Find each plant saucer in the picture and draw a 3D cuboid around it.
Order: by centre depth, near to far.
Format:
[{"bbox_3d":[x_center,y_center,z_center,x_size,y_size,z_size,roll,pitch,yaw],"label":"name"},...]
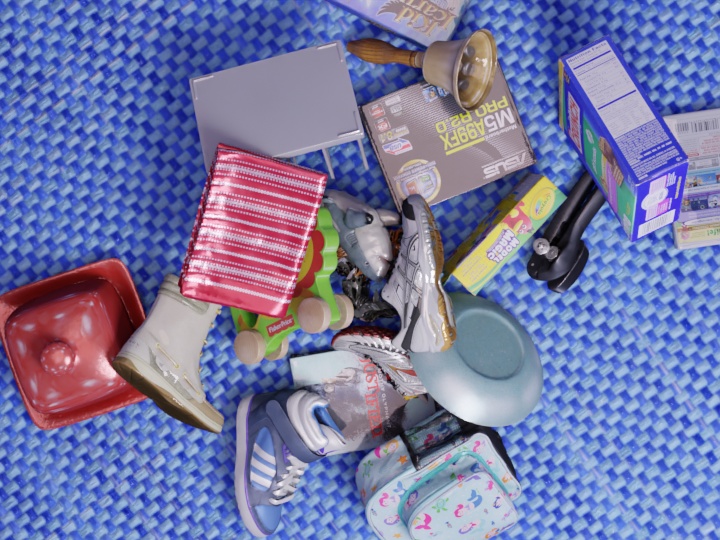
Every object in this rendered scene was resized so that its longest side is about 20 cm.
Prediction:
[{"bbox_3d":[0.160,0.105,1.470,0.200,0.039,0.202,14,52,-18],"label":"plant saucer"}]

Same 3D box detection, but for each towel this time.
[{"bbox_3d":[-0.135,-0.044,1.394,0.144,0.022,0.201,15,108,-9],"label":"towel"}]

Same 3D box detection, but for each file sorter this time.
[{"bbox_3d":[-0.100,-0.183,1.455,0.199,0.125,0.139,-14,67,1],"label":"file sorter"}]

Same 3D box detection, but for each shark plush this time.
[{"bbox_3d":[-0.041,-0.061,1.471,0.199,0.091,0.084,25,105,17],"label":"shark plush"}]

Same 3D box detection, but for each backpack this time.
[{"bbox_3d":[0.100,0.288,1.485,0.199,0.151,0.178,-27,130,9],"label":"backpack"}]

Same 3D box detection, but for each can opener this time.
[{"bbox_3d":[0.288,-0.069,1.518,0.063,0.079,0.201,26,90,34],"label":"can opener"}]

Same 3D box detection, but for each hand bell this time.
[{"bbox_3d":[0.067,-0.277,1.463,0.199,0.104,0.105,19,95,31],"label":"hand bell"}]

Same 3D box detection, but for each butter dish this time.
[{"bbox_3d":[-0.382,0.105,1.480,0.199,0.148,0.201,-18,94,2],"label":"butter dish"}]

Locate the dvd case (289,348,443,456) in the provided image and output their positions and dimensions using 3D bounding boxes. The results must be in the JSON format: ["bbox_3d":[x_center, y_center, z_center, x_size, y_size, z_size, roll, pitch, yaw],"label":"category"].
[{"bbox_3d":[0.012,0.172,1.548,0.199,0.022,0.147,-9,94,-1],"label":"dvd case"}]

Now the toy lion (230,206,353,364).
[{"bbox_3d":[-0.103,0.005,1.481,0.200,0.069,0.192,-28,77,36],"label":"toy lion"}]

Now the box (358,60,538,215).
[{"bbox_3d":[0.115,-0.180,1.509,0.199,0.044,0.161,-21,93,1],"label":"box"}]

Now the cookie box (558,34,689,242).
[{"bbox_3d":[0.325,-0.163,1.414,0.075,0.171,0.201,-25,65,0],"label":"cookie box"}]

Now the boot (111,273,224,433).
[{"bbox_3d":[-0.226,0.115,1.511,0.200,0.072,0.155,48,56,-39],"label":"boot"}]

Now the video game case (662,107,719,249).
[{"bbox_3d":[0.514,-0.132,1.525,0.199,0.022,0.183,-8,94,0],"label":"video game case"}]

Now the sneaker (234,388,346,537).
[{"bbox_3d":[-0.088,0.258,1.504,0.146,0.081,0.201,-4,89,27],"label":"sneaker"}]

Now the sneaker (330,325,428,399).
[{"bbox_3d":[0.054,0.129,1.496,0.199,0.078,0.082,20,95,-2],"label":"sneaker"}]

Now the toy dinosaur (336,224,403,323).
[{"bbox_3d":[0.000,0.000,1.514,0.199,0.102,0.136,-20,79,30],"label":"toy dinosaur"}]

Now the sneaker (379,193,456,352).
[{"bbox_3d":[0.061,0.006,1.410,0.087,0.076,0.201,-10,83,18],"label":"sneaker"}]

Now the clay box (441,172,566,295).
[{"bbox_3d":[0.178,-0.040,1.485,0.048,0.115,0.200,42,94,-6],"label":"clay box"}]

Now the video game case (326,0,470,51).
[{"bbox_3d":[0.060,-0.408,1.492,0.199,0.045,0.182,26,95,-2],"label":"video game case"}]
